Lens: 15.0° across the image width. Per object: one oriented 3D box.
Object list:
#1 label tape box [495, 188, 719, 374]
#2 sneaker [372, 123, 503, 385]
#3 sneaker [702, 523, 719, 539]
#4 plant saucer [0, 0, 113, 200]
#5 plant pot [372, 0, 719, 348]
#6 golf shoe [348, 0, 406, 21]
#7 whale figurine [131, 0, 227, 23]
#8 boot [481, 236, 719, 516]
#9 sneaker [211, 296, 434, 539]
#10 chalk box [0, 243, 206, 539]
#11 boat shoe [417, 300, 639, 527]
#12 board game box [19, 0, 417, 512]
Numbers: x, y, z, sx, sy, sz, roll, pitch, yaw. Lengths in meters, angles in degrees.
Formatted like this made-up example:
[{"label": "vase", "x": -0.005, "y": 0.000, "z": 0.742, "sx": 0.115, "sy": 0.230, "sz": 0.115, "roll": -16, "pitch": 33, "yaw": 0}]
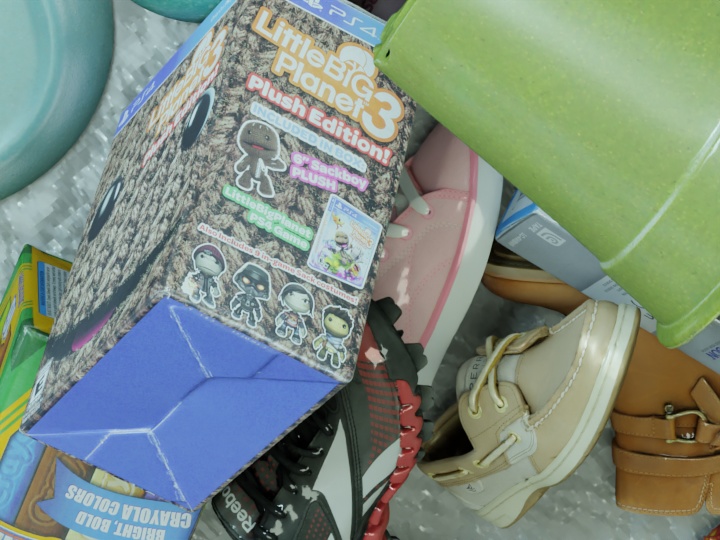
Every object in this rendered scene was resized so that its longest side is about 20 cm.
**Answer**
[{"label": "label tape box", "x": 0.189, "y": -0.032, "z": 1.394, "sx": 0.200, "sy": 0.066, "sz": 0.143, "roll": 30, "pitch": 69, "yaw": -7}, {"label": "sneaker", "x": 0.000, "y": 0.000, "z": 1.423, "sx": 0.104, "sy": 0.075, "sz": 0.201, "roll": 14, "pitch": 112, "yaw": -18}, {"label": "sneaker", "x": 0.277, "y": 0.154, "z": 1.525, "sx": 0.200, "sy": 0.073, "sz": 0.077, "roll": -18, "pitch": 122, "yaw": 2}, {"label": "plant saucer", "x": -0.223, "y": -0.115, "z": 1.372, "sx": 0.199, "sy": 0.036, "sz": 0.200, "roll": -3, "pitch": 112, "yaw": -7}, {"label": "plant pot", "x": 0.114, "y": -0.097, "z": 1.251, "sx": 0.190, "sy": 0.200, "sz": 0.200, "roll": 31, "pitch": 104, "yaw": -4}, {"label": "golf shoe", "x": 0.033, "y": -0.175, "z": 1.355, "sx": 0.075, "sy": 0.092, "sz": 0.200, "roll": 20, "pitch": 105, "yaw": -13}, {"label": "whale figurine", "x": -0.068, "y": -0.215, "z": 1.317, "sx": 0.159, "sy": 0.104, "sz": 0.200, "roll": 8, "pitch": 110, "yaw": -10}, {"label": "boot", "x": 0.149, "y": 0.057, "z": 1.471, "sx": 0.200, "sy": 0.074, "sz": 0.155, "roll": 7, "pitch": 116, "yaw": -5}, {"label": "sneaker", "x": -0.023, "y": 0.097, "z": 1.386, "sx": 0.098, "sy": 0.071, "sz": 0.201, "roll": -12, "pitch": 137, "yaw": -25}, {"label": "chalk box", "x": -0.155, "y": 0.112, "z": 1.420, "sx": 0.124, "sy": 0.125, "sz": 0.200, "roll": 21, "pitch": 106, "yaw": -15}, {"label": "boat shoe", "x": 0.080, "y": 0.070, "z": 1.401, "sx": 0.069, "sy": 0.074, "sz": 0.200, "roll": 25, "pitch": 145, "yaw": -6}, {"label": "board game box", "x": -0.063, "y": -0.015, "z": 1.292, "sx": 0.097, "sy": 0.200, "sz": 0.159, "roll": 27, "pitch": 142, "yaw": -18}]
